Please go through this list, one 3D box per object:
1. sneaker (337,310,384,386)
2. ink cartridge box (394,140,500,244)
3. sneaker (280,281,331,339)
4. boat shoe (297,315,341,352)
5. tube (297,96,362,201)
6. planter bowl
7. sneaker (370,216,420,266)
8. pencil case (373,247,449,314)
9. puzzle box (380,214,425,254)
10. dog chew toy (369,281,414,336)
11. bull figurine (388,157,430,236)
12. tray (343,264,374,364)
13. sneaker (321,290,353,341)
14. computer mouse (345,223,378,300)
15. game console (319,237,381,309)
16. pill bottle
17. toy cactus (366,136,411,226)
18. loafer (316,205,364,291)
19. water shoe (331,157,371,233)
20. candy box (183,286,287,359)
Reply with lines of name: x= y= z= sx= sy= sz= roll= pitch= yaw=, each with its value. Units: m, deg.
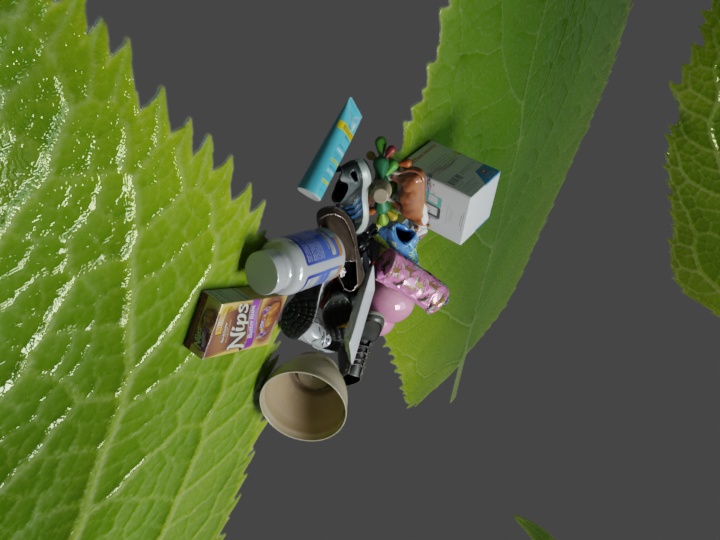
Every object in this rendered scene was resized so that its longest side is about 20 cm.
sneaker: x=0.005 y=0.190 z=1.637 sx=0.107 sy=0.075 sz=0.200 roll=-90 pitch=-157 yaw=-45
ink cartridge box: x=0.207 y=-0.193 z=1.666 sx=0.147 sy=0.200 sz=0.146 roll=-40 pitch=149 yaw=-37
sneaker: x=-0.102 y=0.060 z=1.502 sx=0.201 sy=0.076 sz=0.088 roll=-65 pitch=161 yaw=9
boat shoe: x=-0.098 y=0.154 z=1.607 sx=0.072 sy=0.068 sz=0.200 roll=-56 pitch=155 yaw=-11
tube: x=-0.054 y=-0.232 z=1.326 sx=0.201 sy=0.050 sz=0.077 roll=-63 pitch=163 yaw=-8
planter bowl: x=-0.119 y=0.273 z=1.583 sx=0.135 sy=0.199 sz=0.201 roll=-73 pitch=176 yaw=-59
sneaker: x=0.104 y=-0.044 z=1.634 sx=0.076 sy=0.105 sz=0.200 roll=-52 pitch=121 yaw=-20
pencil case: x=0.118 y=0.027 z=1.609 sx=0.200 sy=0.087 sz=0.083 roll=33 pitch=105 yaw=-30
puzzle box: x=0.116 y=-0.097 z=1.799 sx=0.200 sy=0.025 sz=0.133 roll=-43 pitch=150 yaw=-33
dog chew toy: x=0.044 y=0.105 z=1.709 sx=0.200 sy=0.125 sz=0.124 roll=-51 pitch=159 yaw=20
bull figurine: x=0.111 y=-0.169 z=1.603 sx=0.065 sy=0.121 sz=0.200 roll=-43 pitch=149 yaw=-32
tray: x=-0.003 y=0.095 z=1.502 sx=0.108 sy=0.022 sz=0.201 roll=87 pitch=17 yaw=-58
sneaker: x=-0.051 y=0.084 z=1.555 sx=0.200 sy=0.070 sz=0.090 roll=82 pitch=1 yaw=-58
computer mouse: x=0.000 y=0.000 z=1.565 sx=0.140 sy=0.046 sz=0.201 roll=-40 pitch=149 yaw=-62
game console: x=-0.021 y=0.001 z=1.647 sx=0.200 sy=0.031 sz=0.178 roll=-24 pitch=133 yaw=-53
pill bottle: x=-0.127 y=-0.015 z=1.328 sx=0.200 sy=0.112 sz=0.112 roll=-19 pitch=133 yaw=-54
toy cactus: x=0.053 y=-0.179 z=1.472 sx=0.165 sy=0.102 sz=0.201 roll=-84 pitch=-177 yaw=-67
loafer: x=-0.036 y=-0.042 z=1.435 sx=0.071 sy=0.073 sz=0.201 roll=-91 pitch=160 yaw=-62
water shoe: x=-0.027 y=-0.154 z=1.449 sx=0.079 sy=0.072 sz=0.200 roll=-16 pitch=141 yaw=-17
candy box: x=-0.234 y=0.094 z=1.308 sx=0.200 sy=0.056 sz=0.117 roll=-5 pitch=121 yaw=-59
